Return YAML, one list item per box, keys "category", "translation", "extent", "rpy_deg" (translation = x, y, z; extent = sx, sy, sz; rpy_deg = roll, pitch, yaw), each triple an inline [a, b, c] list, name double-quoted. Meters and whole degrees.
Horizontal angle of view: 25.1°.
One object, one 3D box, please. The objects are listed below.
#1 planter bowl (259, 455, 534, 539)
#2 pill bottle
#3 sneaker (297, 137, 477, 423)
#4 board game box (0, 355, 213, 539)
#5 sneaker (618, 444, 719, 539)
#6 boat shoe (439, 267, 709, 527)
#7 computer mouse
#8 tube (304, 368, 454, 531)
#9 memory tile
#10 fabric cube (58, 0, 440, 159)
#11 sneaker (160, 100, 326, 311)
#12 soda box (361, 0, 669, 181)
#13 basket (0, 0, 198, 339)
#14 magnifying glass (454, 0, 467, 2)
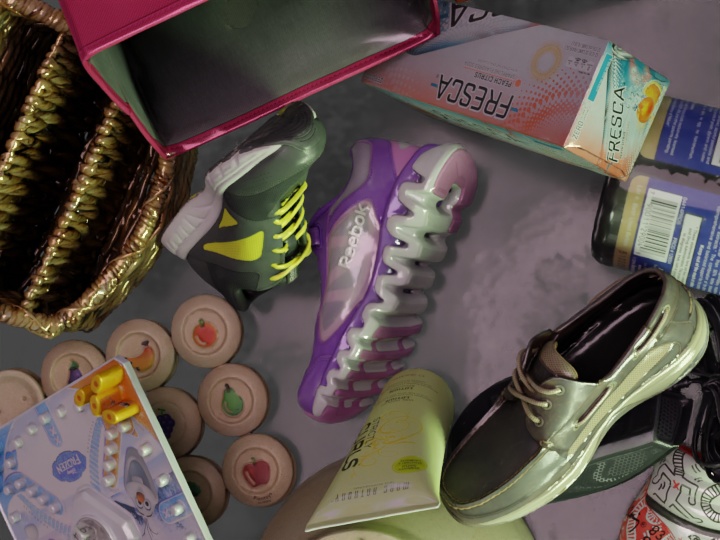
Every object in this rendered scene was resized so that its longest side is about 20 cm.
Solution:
- category: "planter bowl"
  translation: [0.013, 0.216, 1.011]
  extent: [0.199, 0.135, 0.202]
  rpy_deg: [-1, 87, 11]
- category: "pill bottle"
  translation: [0.250, -0.034, 0.989]
  extent: [0.199, 0.112, 0.113]
  rpy_deg: [16, 90, 12]
- category: "sneaker"
  translation: [0.000, 0.000, 1.059]
  extent: [0.088, 0.080, 0.201]
  rpy_deg: [25, 95, 25]
- category: "board game box"
  translation: [-0.170, 0.178, 1.041]
  extent: [0.199, 0.026, 0.201]
  rpy_deg: [-29, 85, 44]
- category: "sneaker"
  translation: [0.262, 0.182, 0.997]
  extent: [0.200, 0.067, 0.109]
  rpy_deg: [24, 94, 14]
- category: "boat shoe"
  translation: [0.119, 0.069, 0.972]
  extent: [0.200, 0.073, 0.074]
  rpy_deg: [-43, 44, -6]
- category: "computer mouse"
  translation: [0.153, 0.102, 1.014]
  extent: [0.199, 0.053, 0.139]
  rpy_deg: [-17, 48, 20]
- category: "tube"
  translation: [0.023, 0.110, 0.969]
  extent: [0.052, 0.200, 0.058]
  rpy_deg: [36, 107, 0]
- category: "memory tile"
  translation: [-0.154, 0.113, 1.104]
  extent: [0.199, 0.017, 0.154]
  rpy_deg: [-20, 88, 10]
- category: "fabric cube"
  translation: [-0.084, -0.215, 0.939]
  extent: [0.195, 0.200, 0.201]
  rpy_deg: [-23, 77, 1]
- category: "sneaker"
  translation: [-0.057, -0.038, 1.025]
  extent: [0.085, 0.200, 0.074]
  rpy_deg: [48, 61, -1]
- category: "soda box"
  translation: [0.091, -0.117, 0.997]
  extent: [0.200, 0.063, 0.069]
  rpy_deg: [25, 92, 49]
- category: "basket"
  translation: [-0.200, -0.060, 1.063]
  extent: [0.142, 0.149, 0.201]
  rpy_deg: [26, 91, 12]
- category: "magnifying glass"
  translation: [0.154, -0.201, 1.017]
  extent: [0.198, 0.080, 0.023]
  rpy_deg: [-12, 62, -6]
